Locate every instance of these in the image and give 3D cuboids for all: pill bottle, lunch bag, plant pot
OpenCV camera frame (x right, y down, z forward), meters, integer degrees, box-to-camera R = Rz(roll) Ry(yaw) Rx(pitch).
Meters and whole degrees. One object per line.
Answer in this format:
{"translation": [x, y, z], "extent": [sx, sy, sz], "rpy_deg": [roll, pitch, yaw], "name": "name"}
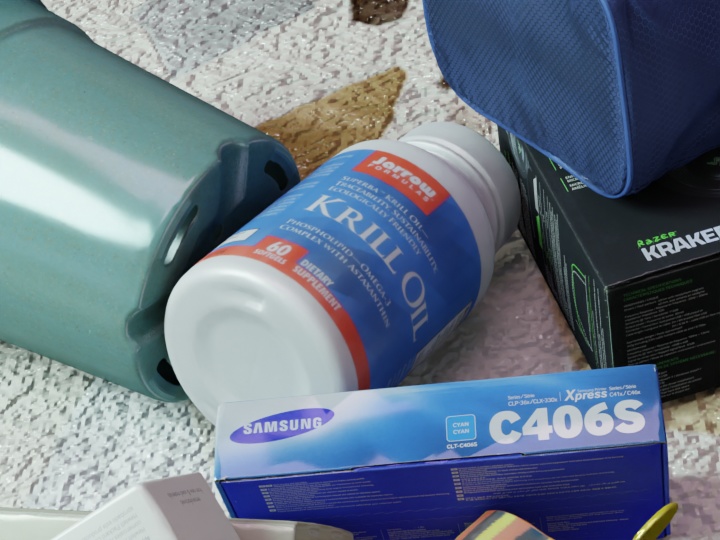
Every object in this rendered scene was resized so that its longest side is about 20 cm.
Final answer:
{"translation": [0.000, 0.000, 0.923], "extent": [0.112, 0.112, 0.200], "rpy_deg": [15, 37, 28], "name": "pill bottle"}
{"translation": [0.133, -0.138, 0.897], "extent": [0.132, 0.136, 0.200], "rpy_deg": [-28, 43, -20], "name": "lunch bag"}
{"translation": [-0.150, -0.034, 0.962], "extent": [0.196, 0.200, 0.200], "rpy_deg": [23, 51, 23], "name": "plant pot"}

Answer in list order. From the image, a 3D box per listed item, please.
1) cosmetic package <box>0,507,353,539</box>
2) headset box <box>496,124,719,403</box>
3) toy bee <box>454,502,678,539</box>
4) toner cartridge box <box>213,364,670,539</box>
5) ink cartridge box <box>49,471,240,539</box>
{"translation": [-0.112, 0.149, 0.781], "extent": [0.200, 0.103, 0.087], "rpy_deg": [1, 81, 16], "name": "cosmetic package"}
{"translation": [0.179, -0.042, 0.953], "extent": [0.174, 0.093, 0.200], "rpy_deg": [-15, 40, -5], "name": "headset box"}
{"translation": [0.106, 0.145, 0.747], "extent": [0.200, 0.109, 0.131], "rpy_deg": [11, 47, 26], "name": "toy bee"}
{"translation": [0.040, 0.093, 0.828], "extent": [0.200, 0.095, 0.043], "rpy_deg": [-5, 54, 6], "name": "toner cartridge box"}
{"translation": [-0.067, 0.191, 0.678], "extent": [0.116, 0.067, 0.200], "rpy_deg": [-33, 79, 11], "name": "ink cartridge box"}
